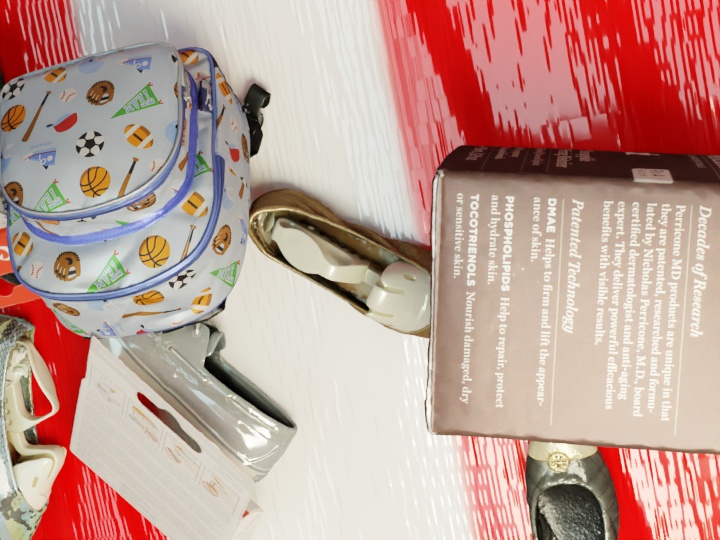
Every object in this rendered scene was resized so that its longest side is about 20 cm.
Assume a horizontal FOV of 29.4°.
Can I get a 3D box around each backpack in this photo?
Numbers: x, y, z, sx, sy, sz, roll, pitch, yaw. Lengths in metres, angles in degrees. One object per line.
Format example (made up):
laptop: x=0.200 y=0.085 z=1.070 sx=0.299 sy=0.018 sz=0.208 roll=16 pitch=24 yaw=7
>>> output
backpack: x=-0.164 y=-0.054 z=0.961 sx=0.199 sy=0.154 sz=0.192 roll=-15 pitch=67 yaw=13

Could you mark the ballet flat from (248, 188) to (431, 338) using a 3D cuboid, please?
ballet flat: x=0.000 y=0.000 z=0.991 sx=0.199 sy=0.072 sz=0.068 roll=30 pitch=108 yaw=12

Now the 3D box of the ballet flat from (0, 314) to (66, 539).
ballet flat: x=-0.277 y=0.134 z=1.122 sx=0.074 sy=0.074 sz=0.202 roll=-5 pitch=101 yaw=20

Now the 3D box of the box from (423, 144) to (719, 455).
box: x=0.149 y=0.011 z=0.875 sx=0.198 sy=0.166 sz=0.166 roll=3 pitch=101 yaw=8

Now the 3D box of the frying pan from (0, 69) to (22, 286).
frying pan: x=-0.283 y=-0.076 z=1.099 sx=0.115 sy=0.031 sz=0.191 roll=-35 pitch=85 yaw=20

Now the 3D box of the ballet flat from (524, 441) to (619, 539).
ballet flat: x=0.153 y=0.204 z=0.984 sx=0.066 sy=0.057 sz=0.202 roll=-4 pitch=99 yaw=19

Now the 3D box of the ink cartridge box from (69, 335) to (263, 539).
ink cartridge box: x=-0.140 y=0.133 z=1.026 sx=0.161 sy=0.050 sz=0.200 roll=40 pitch=145 yaw=9

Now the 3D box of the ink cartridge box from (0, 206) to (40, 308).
ink cartridge box: x=-0.325 y=-0.029 z=1.037 sx=0.159 sy=0.047 sz=0.201 roll=-13 pitch=129 yaw=23

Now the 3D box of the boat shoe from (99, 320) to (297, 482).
boat shoe: x=-0.129 y=0.072 z=1.061 sx=0.201 sy=0.070 sz=0.072 roll=45 pitch=101 yaw=2
